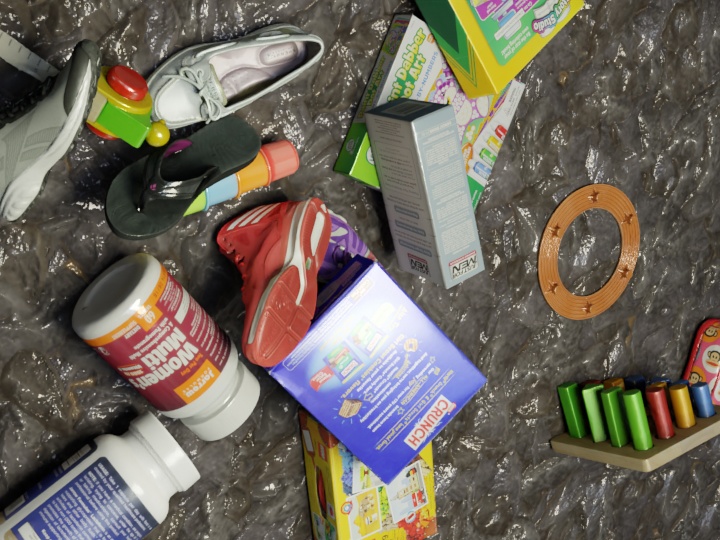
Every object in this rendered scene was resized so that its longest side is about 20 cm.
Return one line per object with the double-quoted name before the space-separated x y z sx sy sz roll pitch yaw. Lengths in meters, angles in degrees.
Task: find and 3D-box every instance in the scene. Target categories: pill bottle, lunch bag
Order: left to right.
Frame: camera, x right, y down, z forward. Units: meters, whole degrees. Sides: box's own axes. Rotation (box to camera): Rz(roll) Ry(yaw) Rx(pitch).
"pill bottle" -0.275 0.246 0.994 0.200 0.116 0.116 -39 120 -17
"pill bottle" -0.200 0.085 1.002 0.110 0.109 0.200 -46 122 -13
"lunch bag" 0.621 0.177 1.563 0.199 0.082 0.177 10 98 -34

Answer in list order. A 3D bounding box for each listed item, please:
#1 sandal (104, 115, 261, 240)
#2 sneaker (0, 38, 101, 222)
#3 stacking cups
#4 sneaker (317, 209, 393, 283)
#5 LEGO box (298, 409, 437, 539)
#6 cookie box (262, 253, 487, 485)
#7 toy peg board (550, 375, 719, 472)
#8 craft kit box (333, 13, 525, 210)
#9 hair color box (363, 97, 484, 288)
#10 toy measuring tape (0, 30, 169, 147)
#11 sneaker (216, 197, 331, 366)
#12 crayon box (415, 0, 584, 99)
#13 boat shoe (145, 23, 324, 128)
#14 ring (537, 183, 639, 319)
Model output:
"sandal" -0.178 -0.104 0.948 0.075 0.048 0.200 42 54 5
"sneaker" -0.301 -0.131 0.865 0.079 0.074 0.200 32 116 -24
"stacking cups" -0.160 -0.093 1.017 0.199 0.060 0.061 -22 114 -31
"sneaker" 0.000 0.000 1.122 0.200 0.083 0.081 40 81 -33
"LEGO box" 0.012 0.256 1.202 0.148 0.077 0.201 -16 111 -28
"cookie box" 0.013 0.112 1.072 0.171 0.075 0.200 -45 108 -5
"toy peg board" 0.403 0.194 1.372 0.198 0.200 0.098 -19 98 -27
"craft kit box" 0.088 -0.176 1.155 0.197 0.048 0.201 21 91 -32
"hair color box" 0.074 -0.090 1.084 0.060 0.099 0.201 -25 116 -24
"toy measuring tape" -0.271 -0.186 0.922 0.199 0.074 0.074 33 84 -14
"sneaker" -0.109 0.012 1.025 0.078 0.115 0.201 56 44 -43
"crayon box" 0.161 -0.332 1.119 0.200 0.058 0.173 -46 118 -27
"boat shoe" -0.134 -0.204 0.991 0.201 0.065 0.075 -25 115 -21
"ring" 0.335 -0.024 1.366 0.199 0.019 0.202 -9 107 -29
